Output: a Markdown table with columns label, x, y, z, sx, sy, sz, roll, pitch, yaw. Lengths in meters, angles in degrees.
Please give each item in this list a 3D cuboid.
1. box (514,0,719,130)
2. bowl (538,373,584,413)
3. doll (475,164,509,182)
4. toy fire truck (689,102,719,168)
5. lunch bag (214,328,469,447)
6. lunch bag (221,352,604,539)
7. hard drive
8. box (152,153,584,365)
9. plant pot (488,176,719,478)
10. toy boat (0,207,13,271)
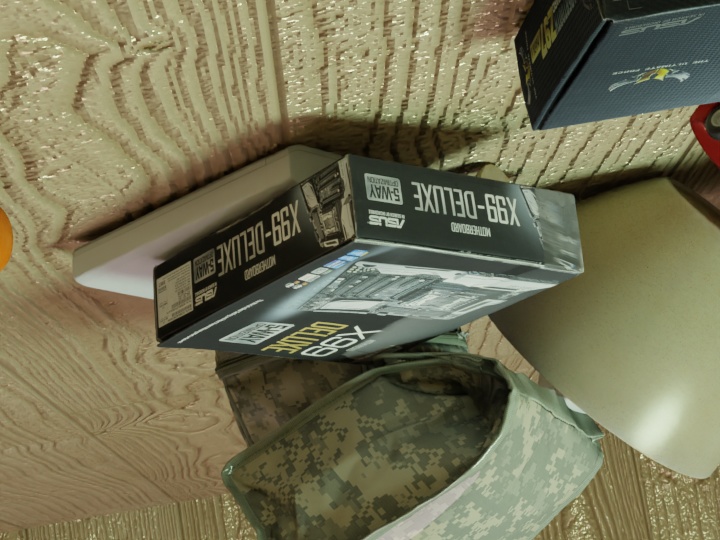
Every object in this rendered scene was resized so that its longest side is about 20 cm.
| label | x | y | z | sx | sy | sz | roll | pitch | yaw |
| --- | --- | --- | --- | --- | --- | --- | --- | --- | --- |
| box | 0.176 | -0.116 | 0.792 | 0.199 | 0.051 | 0.158 | -9 | 170 | -7 |
| bowl | 0.244 | 0.058 | 1.436 | 0.199 | 0.075 | 0.200 | -5 | 168 | -16 |
| doll | 0.023 | -0.010 | 1.179 | 0.199 | 0.049 | 0.136 | -16 | 147 | 39 |
| toy fire truck | 0.272 | -0.088 | 0.904 | 0.200 | 0.141 | 0.049 | 25 | 161 | 50 |
| lunch bag | -0.004 | 0.084 | 1.339 | 0.139 | 0.169 | 0.200 | -15 | 168 | 25 |
| lunch bag | 0.043 | 0.128 | 1.158 | 0.200 | 0.118 | 0.164 | -35 | 149 | 12 |
| hard drive | -0.057 | -0.020 | 1.088 | 0.131 | 0.026 | 0.200 | 13 | 156 | -42 |
| box | 0.000 | 0.000 | 1.039 | 0.157 | 0.050 | 0.200 | 8 | 158 | -36 |
| plant pot | 0.193 | 0.018 | 1.217 | 0.135 | 0.200 | 0.200 | -52 | 155 | 13 |
| toy boat | -0.235 | 0.009 | 0.951 | 0.131 | 0.131 | 0.200 | -37 | 174 | -13 |
